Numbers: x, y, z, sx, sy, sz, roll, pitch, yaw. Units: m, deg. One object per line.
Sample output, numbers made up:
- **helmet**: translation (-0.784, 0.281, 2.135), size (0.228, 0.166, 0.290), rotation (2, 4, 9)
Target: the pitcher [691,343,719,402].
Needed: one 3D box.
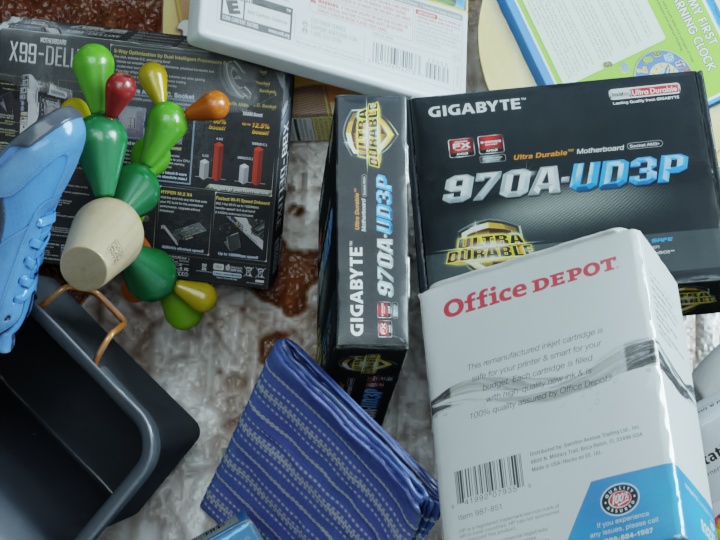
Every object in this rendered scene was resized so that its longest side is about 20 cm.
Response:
- **pitcher**: translation (0.308, 0.058, 1.455), size (0.199, 0.172, 0.122), rotation (-18, 38, -5)

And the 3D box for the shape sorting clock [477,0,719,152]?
- **shape sorting clock**: translation (0.178, -0.156, 1.563), size (0.198, 0.039, 0.202), rotation (0, 82, 2)

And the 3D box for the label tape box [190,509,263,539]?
- **label tape box**: translation (-0.086, 0.274, 1.450), size (0.143, 0.066, 0.201), rotation (-29, 95, -7)

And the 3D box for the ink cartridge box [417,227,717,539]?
- **ink cartridge box**: translation (0.122, 0.095, 1.358), size (0.144, 0.084, 0.201), rotation (-17, 58, 20)

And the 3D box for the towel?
- **towel**: translation (-0.029, 0.145, 1.431), size (0.145, 0.200, 0.024), rotation (44, 51, 15)

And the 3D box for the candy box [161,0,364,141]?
- **candy box**: translation (-0.038, -0.152, 1.593), size (0.198, 0.055, 0.116), rotation (-2, 73, 3)

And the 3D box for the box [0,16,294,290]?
- **box**: translation (-0.148, -0.079, 1.539), size (0.198, 0.050, 0.159), rotation (6, 105, 5)

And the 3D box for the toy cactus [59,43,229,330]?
- **toy cactus**: translation (-0.138, -0.036, 1.437), size (0.101, 0.201, 0.165), rotation (-1, 28, 14)

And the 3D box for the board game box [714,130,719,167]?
- **board game box**: translation (0.218, -0.109, 1.583), size (0.133, 0.029, 0.202), rotation (-8, 72, 1)

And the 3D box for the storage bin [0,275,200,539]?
- **storage bin**: translation (-0.195, 0.075, 1.476), size (0.200, 0.134, 0.146), rotation (43, 103, 13)

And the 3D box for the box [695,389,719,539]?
- **box**: translation (0.234, 0.179, 1.414), size (0.155, 0.041, 0.201), rotation (-29, 102, 12)

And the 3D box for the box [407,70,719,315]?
- **box**: translation (0.132, -0.043, 1.480), size (0.198, 0.046, 0.160), rotation (-5, 60, 2)

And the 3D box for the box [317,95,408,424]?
- **box**: translation (0.000, 0.000, 1.460), size (0.046, 0.200, 0.160), rotation (1, 73, -4)

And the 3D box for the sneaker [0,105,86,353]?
- **sneaker**: translation (-0.212, -0.005, 1.379), size (0.078, 0.066, 0.201), rotation (41, 104, 11)

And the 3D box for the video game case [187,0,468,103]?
- **video game case**: translation (-0.017, -0.209, 1.520), size (0.199, 0.023, 0.184), rotation (13, 67, -26)
